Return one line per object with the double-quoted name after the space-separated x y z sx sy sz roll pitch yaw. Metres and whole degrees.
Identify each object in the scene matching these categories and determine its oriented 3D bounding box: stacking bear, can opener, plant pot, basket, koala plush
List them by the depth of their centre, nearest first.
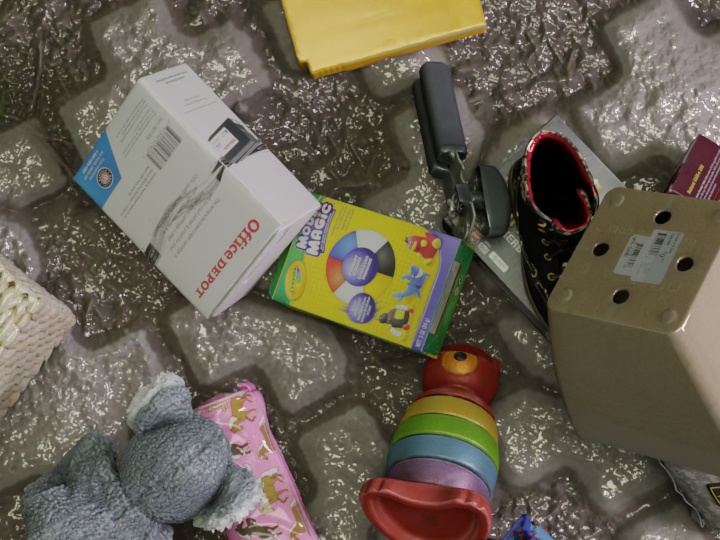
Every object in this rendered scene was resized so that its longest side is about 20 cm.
0.276 0.039 1.343 0.199 0.177 0.200 12 61 43 "plant pot"
-0.196 0.207 1.407 0.200 0.184 0.178 -37 83 13 "koala plush"
-0.397 0.059 1.451 0.161 0.200 0.199 36 83 4 "basket"
0.083 0.157 1.453 0.121 0.114 0.201 6 53 14 "stacking bear"
0.101 -0.116 1.518 0.066 0.053 0.201 0 59 -16 "can opener"

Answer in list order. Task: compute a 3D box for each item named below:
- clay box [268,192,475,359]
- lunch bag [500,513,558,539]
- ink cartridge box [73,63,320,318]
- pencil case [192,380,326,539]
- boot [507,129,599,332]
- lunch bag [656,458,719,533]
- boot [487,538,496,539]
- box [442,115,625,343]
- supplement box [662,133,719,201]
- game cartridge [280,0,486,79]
0.000 0.000 1.492 0.199 0.048 0.116 18 86 26 "clay box"
0.145 0.352 1.390 0.150 0.094 0.200 40 96 -2 "lunch bag"
-0.160 -0.077 1.493 0.200 0.084 0.145 46 124 7 "ink cartridge box"
-0.102 0.211 1.479 0.086 0.083 0.201 -20 79 -27 "pencil case"
0.188 -0.029 1.427 0.073 0.151 0.201 -12 80 -1 "boot"
0.375 0.151 1.431 0.200 0.164 0.118 -38 38 4 "lunch bag"
0.137 0.345 1.464 0.199 0.077 0.156 23 86 -3 "boot"
0.204 -0.028 1.528 0.158 0.048 0.200 -41 83 -5 "box"
0.389 -0.038 1.496 0.199 0.061 0.109 32 45 6 "supplement box"
0.013 -0.305 1.589 0.199 0.032 0.177 -15 81 1 "game cartridge"
